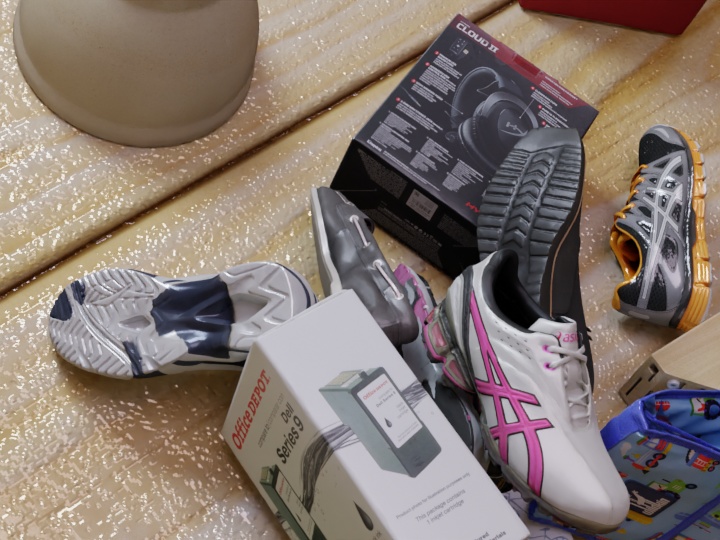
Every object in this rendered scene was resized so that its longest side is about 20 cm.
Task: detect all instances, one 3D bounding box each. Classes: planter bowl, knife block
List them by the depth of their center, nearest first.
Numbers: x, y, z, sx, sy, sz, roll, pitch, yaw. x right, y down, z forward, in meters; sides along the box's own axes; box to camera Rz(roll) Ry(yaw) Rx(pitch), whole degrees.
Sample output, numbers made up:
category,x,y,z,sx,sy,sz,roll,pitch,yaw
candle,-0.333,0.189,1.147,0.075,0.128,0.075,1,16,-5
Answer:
category,x,y,z,sx,sy,sz,roll,pitch,yaw
planter bowl,-0.166,-0.218,1.195,0.198,0.135,0.202,9,56,-13
knife block,0.316,0.050,1.240,0.198,0.064,0.177,16,54,-9

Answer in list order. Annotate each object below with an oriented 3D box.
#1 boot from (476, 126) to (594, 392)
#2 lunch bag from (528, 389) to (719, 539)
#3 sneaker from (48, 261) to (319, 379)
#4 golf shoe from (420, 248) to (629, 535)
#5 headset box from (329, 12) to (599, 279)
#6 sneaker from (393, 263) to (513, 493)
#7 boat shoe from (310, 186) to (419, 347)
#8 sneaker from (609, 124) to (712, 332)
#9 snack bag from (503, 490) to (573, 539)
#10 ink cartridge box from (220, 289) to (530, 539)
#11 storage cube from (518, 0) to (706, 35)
category,x,y,z,sx,sy,sz,roll,pitch,yaw
boot,0.145,0.008,1.157,0.077,0.138,0.202,5,68,35
lunch bag,0.224,0.140,1.080,0.198,0.151,0.095,11,55,-22
sneaker,-0.112,0.040,1.091,0.197,0.129,0.080,-13,74,18
golf shoe,0.116,0.078,0.998,0.072,0.092,0.201,-7,53,-44
headset box,0.091,-0.105,1.250,0.148,0.077,0.200,35,53,3
sneaker,0.058,0.088,1.104,0.086,0.080,0.201,26,33,-39
boat shoe,0.000,0.000,1.125,0.056,0.067,0.201,-8,34,-5
sneaker,0.244,-0.042,1.269,0.076,0.079,0.202,4,53,-2
snack bag,0.049,0.135,1.116,0.187,0.021,0.202,-5,61,-22
ink cartridge box,0.002,0.137,0.999,0.084,0.146,0.201,-26,69,-28
storage cube,0.248,-0.346,1.397,0.198,0.180,0.172,7,57,-16
